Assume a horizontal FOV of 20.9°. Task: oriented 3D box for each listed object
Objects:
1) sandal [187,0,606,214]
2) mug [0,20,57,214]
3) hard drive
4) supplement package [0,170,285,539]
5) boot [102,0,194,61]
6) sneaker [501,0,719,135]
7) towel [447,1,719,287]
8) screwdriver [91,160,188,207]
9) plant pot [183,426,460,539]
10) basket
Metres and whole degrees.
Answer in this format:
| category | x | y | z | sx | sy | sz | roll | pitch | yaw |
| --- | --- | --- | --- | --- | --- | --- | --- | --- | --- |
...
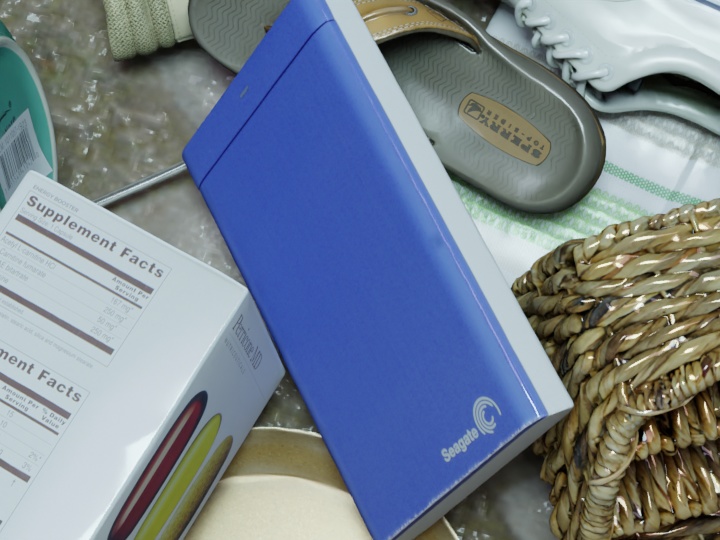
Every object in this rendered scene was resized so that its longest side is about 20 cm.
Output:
| category | x | y | z | sx | sy | sz | roll | pitch | yaw |
| --- | --- | --- | --- | --- | --- | --- | --- | --- | --- |
| sandal | 0.013 | -0.083 | 0.855 | 0.199 | 0.055 | 0.082 | 33 | 114 | 5 |
| mug | -0.198 | -0.064 | 0.839 | 0.114 | 0.152 | 0.186 | -6 | 71 | 13 |
| hard drive | 0.000 | 0.000 | 0.811 | 0.025 | 0.132 | 0.201 | -15 | 69 | -37 |
| supplement package | -0.132 | 0.082 | 0.796 | 0.109 | 0.114 | 0.201 | 28 | 76 | 15 |
| boot | -0.066 | -0.203 | 0.925 | 0.154 | 0.073 | 0.202 | -11 | 78 | 0 |
| sneaker | 0.107 | -0.112 | 0.867 | 0.199 | 0.073 | 0.071 | 22 | 75 | 11 |
| towel | 0.106 | -0.046 | 0.894 | 0.148 | 0.031 | 0.201 | 22 | 76 | 7 |
| screwdriver | -0.088 | -0.045 | 0.907 | 0.199 | 0.029 | 0.028 | -26 | 74 | 0 |
| plant pot | -0.042 | 0.169 | 0.840 | 0.198 | 0.028 | 0.202 | -1 | 73 | 3 |
| basket | 0.175 | 0.048 | 0.786 | 0.198 | 0.143 | 0.150 | -11 | 79 | -14 |
